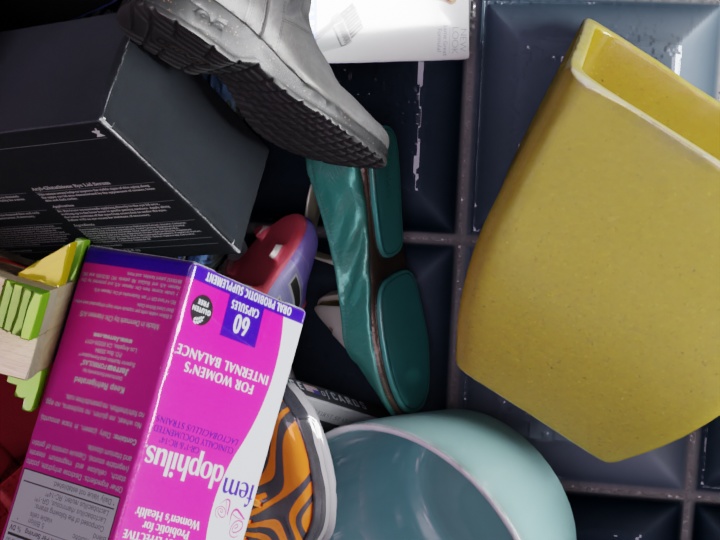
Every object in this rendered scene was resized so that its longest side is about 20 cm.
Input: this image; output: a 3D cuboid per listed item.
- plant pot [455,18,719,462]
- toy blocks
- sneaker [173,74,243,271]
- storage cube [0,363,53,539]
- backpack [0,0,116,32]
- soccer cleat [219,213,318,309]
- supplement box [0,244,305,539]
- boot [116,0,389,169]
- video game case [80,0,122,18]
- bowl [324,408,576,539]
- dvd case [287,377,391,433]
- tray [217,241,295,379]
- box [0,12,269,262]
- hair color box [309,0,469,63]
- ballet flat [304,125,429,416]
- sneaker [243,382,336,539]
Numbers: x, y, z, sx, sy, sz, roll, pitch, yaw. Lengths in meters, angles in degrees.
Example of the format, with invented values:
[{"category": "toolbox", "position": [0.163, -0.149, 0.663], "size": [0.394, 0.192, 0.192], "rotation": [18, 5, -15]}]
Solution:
[{"category": "plant pot", "position": [0.159, -0.006, 0.866], "size": [0.195, 0.194, 0.201], "rotation": [33, 111, 0]}, {"category": "toy blocks", "position": [-0.238, 0.012, 0.826], "size": [0.136, 0.200, 0.101], "rotation": [16, 92, -3]}, {"category": "sneaker", "position": [-0.112, -0.083, 0.929], "size": [0.078, 0.075, 0.202], "rotation": [8, 98, 10]}, {"category": "storage cube", "position": [-0.286, 0.133, 0.923], "size": [0.180, 0.171, 0.200], "rotation": [47, 126, 1]}, {"category": "backpack", "position": [-0.253, -0.247, 0.880], "size": [0.182, 0.147, 0.202], "rotation": [-22, 78, 15]}, {"category": "soccer cleat", "position": [-0.074, 0.056, 0.951], "size": [0.076, 0.067, 0.201], "rotation": [26, 100, -25]}, {"category": "supplement box", "position": [-0.123, 0.099, 0.831], "size": [0.103, 0.101, 0.202], "rotation": [8, 79, 41]}, {"category": "boot", "position": [-0.035, -0.150, 0.790], "size": [0.069, 0.200, 0.133], "rotation": [2, 66, 41]}, {"category": "video game case", "position": [-0.138, -0.193, 0.952], "size": [0.200, 0.023, 0.182], "rotation": [-43, 93, 13]}, {"category": "bowl", "position": [0.061, 0.171, 0.924], "size": [0.200, 0.105, 0.203], "rotation": [20, 121, 36]}, {"category": "dvd case", "position": [-0.082, 0.160, 0.956], "size": [0.150, 0.025, 0.201], "rotation": [21, 109, -39]}, {"category": "tray", "position": [-0.101, 0.079, 0.995], "size": [0.107, 0.022, 0.202], "rotation": [-18, 97, 11]}, {"category": "box", "position": [-0.177, -0.072, 0.841], "size": [0.198, 0.141, 0.079], "rotation": [-2, 62, 31]}, {"category": "hair color box", "position": [-0.029, -0.180, 0.863], "size": [0.199, 0.065, 0.110], "rotation": [-8, 102, -33]}, {"category": "ballet flat", "position": [0.000, 0.000, 0.953], "size": [0.070, 0.067, 0.202], "rotation": [-3, 100, 32]}, {"category": "sneaker", "position": [-0.082, 0.164, 0.889], "size": [0.111, 0.078, 0.201], "rotation": [-10, 126, -27]}]
